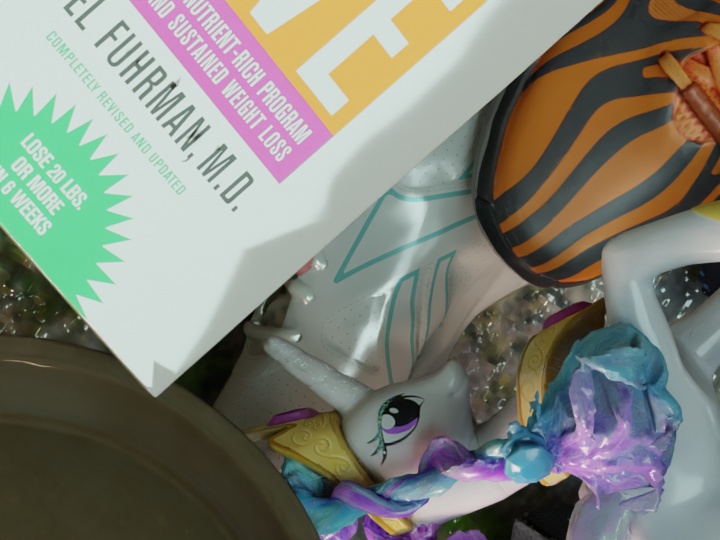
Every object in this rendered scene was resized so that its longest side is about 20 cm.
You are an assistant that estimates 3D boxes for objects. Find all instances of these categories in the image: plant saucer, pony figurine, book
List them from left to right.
[{"bbox_3d":[-0.101,0.113,0.692,0.200,0.200,0.029,-30,159,-13],"label":"plant saucer"},{"bbox_3d":[-0.024,-0.084,0.689,0.200,0.048,0.134,-43,116,-6],"label":"book"},{"bbox_3d":[0.086,0.071,0.723,0.200,0.167,0.194,-26,97,13],"label":"pony figurine"}]

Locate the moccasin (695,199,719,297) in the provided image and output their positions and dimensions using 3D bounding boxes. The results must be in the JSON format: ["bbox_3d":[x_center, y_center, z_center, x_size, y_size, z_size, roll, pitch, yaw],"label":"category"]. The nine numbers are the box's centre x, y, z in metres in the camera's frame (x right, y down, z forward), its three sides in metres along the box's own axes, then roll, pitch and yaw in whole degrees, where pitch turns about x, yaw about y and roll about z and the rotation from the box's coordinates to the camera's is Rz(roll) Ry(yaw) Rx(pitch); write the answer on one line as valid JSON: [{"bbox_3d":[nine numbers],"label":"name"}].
[{"bbox_3d":[0.160,-0.019,0.786,0.068,0.200,0.081,-17,88,-34],"label":"moccasin"}]

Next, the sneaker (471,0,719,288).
[{"bbox_3d":[0.120,-0.071,0.743,0.200,0.112,0.078,-45,106,-11],"label":"sneaker"}]

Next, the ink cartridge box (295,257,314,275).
[{"bbox_3d":[-0.085,-0.088,0.718,0.200,0.067,0.117,20,98,-29],"label":"ink cartridge box"}]

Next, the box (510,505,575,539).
[{"bbox_3d":[0.135,0.154,0.898,0.199,0.051,0.158,-4,109,-32],"label":"box"}]

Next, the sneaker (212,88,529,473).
[{"bbox_3d":[0.000,0.000,0.793,0.200,0.070,0.080,-46,115,-13],"label":"sneaker"}]
